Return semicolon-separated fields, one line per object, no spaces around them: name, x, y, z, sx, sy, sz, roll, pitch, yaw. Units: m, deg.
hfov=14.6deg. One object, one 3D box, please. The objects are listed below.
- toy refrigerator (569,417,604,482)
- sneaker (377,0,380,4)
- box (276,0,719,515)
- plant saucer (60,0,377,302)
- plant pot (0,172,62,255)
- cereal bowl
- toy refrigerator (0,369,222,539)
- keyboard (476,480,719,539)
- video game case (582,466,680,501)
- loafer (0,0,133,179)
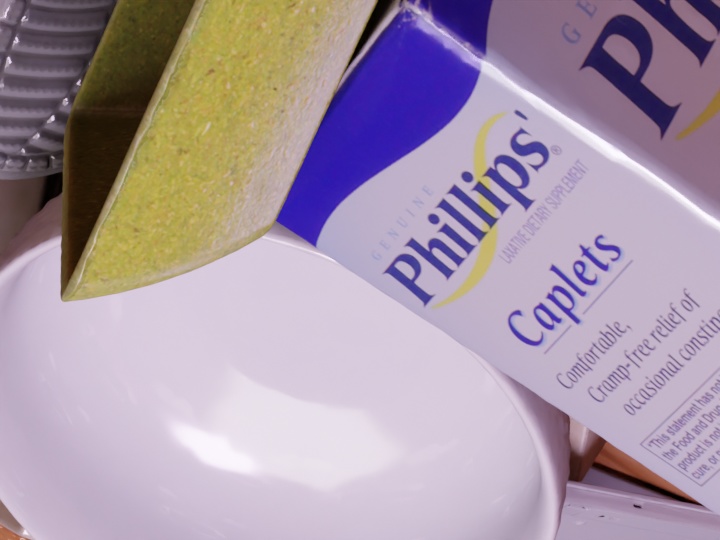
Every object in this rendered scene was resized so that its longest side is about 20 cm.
toy refrigerator;0.000;0.000;1.004;0.200;0.070;0.076;18;120;16
sneaker;0.009;-0.061;0.926;0.200;0.084;0.077;16;167;26
box;0.107;-0.050;0.808;0.200;0.184;0.105;33;142;-3
plant saucer;-0.023;-0.097;0.783;0.048;0.200;0.200;23;103;-12
plant pot;-0.192;-0.056;1.012;0.173;0.200;0.200;11;140;-2
cereal bowl;-0.025;0.034;0.919;0.200;0.083;0.200;10;133;11
toy refrigerator;-0.111;0.063;1.078;0.070;0.076;0.200;22;175;-22
keyboard;0.126;0.098;1.011;0.200;0.011;0.056;13;158;-33
video game case;0.066;0.135;1.162;0.200;0.022;0.182;21;140;11
loafer;-0.088;-0.124;0.904;0.070;0.075;0.200;41;115;46
